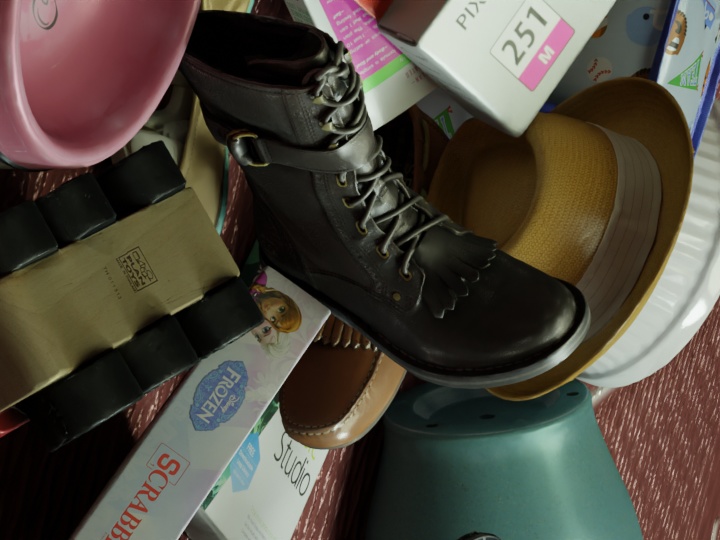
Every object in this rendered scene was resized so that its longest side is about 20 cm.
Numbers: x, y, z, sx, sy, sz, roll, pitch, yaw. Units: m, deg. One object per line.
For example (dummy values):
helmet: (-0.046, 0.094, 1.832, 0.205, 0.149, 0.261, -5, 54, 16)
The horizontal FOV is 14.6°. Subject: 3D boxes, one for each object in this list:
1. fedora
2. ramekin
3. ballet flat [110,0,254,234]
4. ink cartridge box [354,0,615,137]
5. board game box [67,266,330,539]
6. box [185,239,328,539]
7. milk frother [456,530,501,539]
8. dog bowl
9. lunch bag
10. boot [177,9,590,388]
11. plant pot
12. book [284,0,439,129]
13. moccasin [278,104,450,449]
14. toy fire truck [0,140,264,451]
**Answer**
fedora: (0.090, -0.031, 1.483, 0.082, 0.200, 0.202, 29, 75, -26)
ramekin: (0.148, -0.036, 1.780, 0.094, 0.202, 0.204, 22, 84, -28)
ballet flat: (-0.094, -0.087, 1.347, 0.063, 0.068, 0.201, 4, 100, -39)
ink cartridge box: (0.076, -0.196, 1.408, 0.173, 0.043, 0.200, 38, 85, -40)
board game box: (-0.109, 0.120, 1.338, 0.200, 0.041, 0.200, -56, -178, -38)
box: (-0.046, 0.063, 1.574, 0.144, 0.036, 0.201, 61, 48, -60)
milk frother: (-0.027, 0.226, 1.512, 0.200, 0.187, 0.181, -59, 164, -48)
dog bowl: (-0.132, -0.131, 1.188, 0.200, 0.073, 0.201, -48, 147, -48)
lunch bag: (0.113, -0.102, 1.662, 0.124, 0.169, 0.201, 29, 79, -61)
boot: (0.002, -0.037, 1.274, 0.069, 0.199, 0.175, -56, 147, -28)
plant pot: (0.091, 0.169, 1.787, 0.200, 0.199, 0.189, -31, 118, -59)
book: (0.011, -0.184, 1.418, 0.133, 0.048, 0.201, -39, 130, -17)
moccasin: (0.001, 0.000, 1.508, 0.202, 0.073, 0.078, -67, 152, -20)
toy fire truck: (-0.158, 0.056, 1.237, 0.129, 0.199, 0.176, 60, 29, -1)
